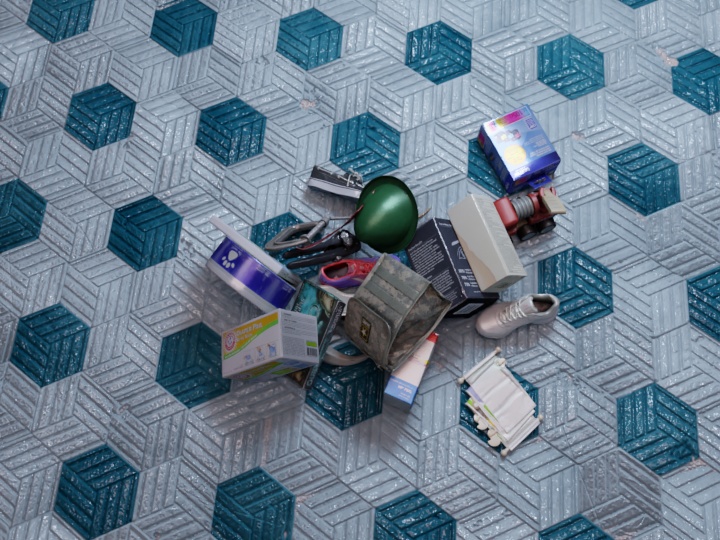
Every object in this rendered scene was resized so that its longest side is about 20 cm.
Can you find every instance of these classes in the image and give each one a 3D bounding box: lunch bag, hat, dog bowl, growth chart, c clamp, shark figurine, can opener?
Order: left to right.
[{"bbox_3d":[-0.239,0.016,1.601,0.199,0.200,0.079,36,86,13],"label":"dog bowl"},{"bbox_3d":[-0.125,-0.089,1.666,0.168,0.200,0.028,-4,111,25],"label":"c clamp"},{"bbox_3d":[-0.085,-0.040,1.650,0.197,0.079,0.064,-19,60,-34],"label":"can opener"},{"bbox_3d":[-0.062,0.172,1.610,0.211,0.090,0.130,20,74,10],"label":"shark figurine"},{"bbox_3d":[0.006,-0.097,1.558,0.165,0.175,0.202,39,120,22],"label":"hat"},{"bbox_3d":[0.061,0.092,1.519,0.201,0.117,0.163,-54,42,-1],"label":"lunch bag"},{"bbox_3d":[0.302,0.287,1.596,0.143,0.018,0.202,-31,73,-8],"label":"growth chart"}]

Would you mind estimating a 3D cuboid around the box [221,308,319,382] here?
[{"bbox_3d":[-0.195,0.164,1.549,0.198,0.111,0.103,-22,64,38],"label":"box"}]

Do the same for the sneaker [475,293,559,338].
[{"bbox_3d":[0.350,0.089,1.620,0.196,0.100,0.079,-18,71,-5],"label":"sneaker"}]

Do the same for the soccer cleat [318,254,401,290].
[{"bbox_3d":[0.000,0.000,1.673,0.196,0.073,0.070,-11,71,-2],"label":"soccer cleat"}]

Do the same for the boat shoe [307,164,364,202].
[{"bbox_3d":[-0.028,-0.206,1.746,0.196,0.074,0.069,17,86,17],"label":"boat shoe"}]

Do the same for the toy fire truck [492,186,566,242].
[{"bbox_3d":[0.376,-0.131,1.642,0.173,0.201,0.131,-19,71,-6],"label":"toy fire truck"}]

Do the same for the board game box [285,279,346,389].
[{"bbox_3d":[-0.115,0.137,1.580,0.134,0.028,0.203,26,96,46],"label":"board game box"}]

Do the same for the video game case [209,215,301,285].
[{"bbox_3d":[-0.232,-0.042,1.636,0.199,0.182,0.022,37,88,13],"label":"video game case"}]

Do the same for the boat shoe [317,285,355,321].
[{"bbox_3d":[-0.040,0.080,1.653,0.195,0.061,0.075,2,64,5],"label":"boat shoe"}]

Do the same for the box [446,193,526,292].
[{"bbox_3d":[0.276,-0.060,1.597,0.077,0.094,0.203,-34,66,34],"label":"box"}]

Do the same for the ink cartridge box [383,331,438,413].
[{"bbox_3d":[0.115,0.195,1.580,0.066,0.116,0.203,21,73,9],"label":"ink cartridge box"}]

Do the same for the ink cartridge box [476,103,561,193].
[{"bbox_3d":[0.389,-0.281,1.762,0.134,0.077,0.203,-24,74,-7],"label":"ink cartridge box"}]

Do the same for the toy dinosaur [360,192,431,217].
[{"bbox_3d":[0.074,-0.125,1.712,0.198,0.106,0.061,16,44,-39],"label":"toy dinosaur"}]

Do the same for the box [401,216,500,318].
[{"bbox_3d":[0.199,-0.004,1.618,0.104,0.147,0.203,-35,66,34],"label":"box"}]
